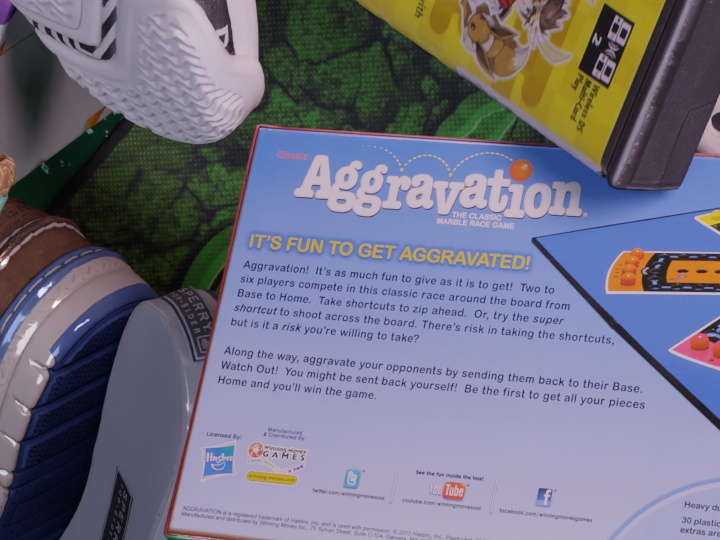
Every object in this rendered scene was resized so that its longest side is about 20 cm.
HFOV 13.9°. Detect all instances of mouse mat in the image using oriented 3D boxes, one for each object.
[{"bbox_3d":[0.000,0.000,0.832,0.161,0.008,0.200,45,127,2],"label":"mouse mat"}]

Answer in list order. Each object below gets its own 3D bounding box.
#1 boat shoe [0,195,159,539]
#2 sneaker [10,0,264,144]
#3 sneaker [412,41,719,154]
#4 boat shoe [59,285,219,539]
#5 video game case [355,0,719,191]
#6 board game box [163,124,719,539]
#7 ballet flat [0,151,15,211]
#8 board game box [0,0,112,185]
[{"bbox_3d":[-0.120,0.056,0.891,0.072,0.072,0.201,44,128,21],"label":"boat shoe"},{"bbox_3d":[-0.042,-0.134,0.678,0.075,0.115,0.201,15,135,44],"label":"sneaker"},{"bbox_3d":[0.076,-0.054,0.727,0.129,0.080,0.200,-4,120,39],"label":"sneaker"},{"bbox_3d":[-0.051,0.085,0.860,0.069,0.056,0.201,62,146,37],"label":"boat shoe"},{"bbox_3d":[0.041,-0.148,0.661,0.181,0.025,0.201,39,117,38],"label":"video game case"},{"bbox_3d":[0.061,0.023,0.648,0.199,0.104,0.019,5,159,19],"label":"board game box"},{"bbox_3d":[-0.155,-0.080,0.722,0.065,0.071,0.200,-36,98,10],"label":"ballet flat"},{"bbox_3d":[-0.156,-0.116,0.798,0.199,0.105,0.103,33,125,11],"label":"board game box"}]
